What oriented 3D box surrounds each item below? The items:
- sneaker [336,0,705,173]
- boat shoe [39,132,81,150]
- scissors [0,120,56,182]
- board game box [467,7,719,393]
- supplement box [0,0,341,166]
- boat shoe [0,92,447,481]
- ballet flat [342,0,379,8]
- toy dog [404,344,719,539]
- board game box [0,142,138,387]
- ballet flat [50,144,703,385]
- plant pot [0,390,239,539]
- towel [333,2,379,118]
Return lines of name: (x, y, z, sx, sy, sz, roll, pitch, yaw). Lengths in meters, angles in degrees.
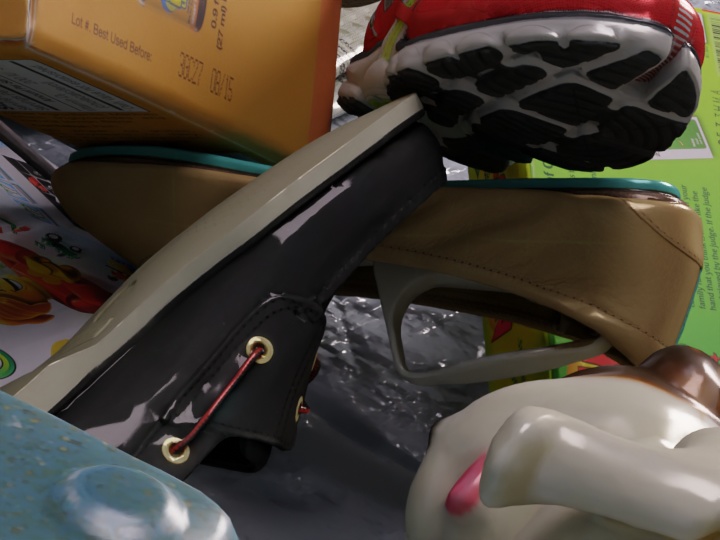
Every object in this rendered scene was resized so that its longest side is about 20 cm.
sneaker: (0.045, -0.080, 0.832, 0.077, 0.085, 0.200, 21, -5, -19)
boat shoe: (-0.103, -0.083, 0.939, 0.200, 0.073, 0.062, 36, -8, -17)
scissors: (-0.142, -0.073, 0.828, 0.073, 0.014, 0.200, 35, -4, 28)
board game box: (0.092, 0.000, 0.913, 0.101, 0.048, 0.200, 9, 51, -16)
supplement box: (-0.072, -0.074, 0.820, 0.069, 0.067, 0.200, 2, -8, 21)
boat shoe: (-0.046, 0.027, 0.761, 0.201, 0.074, 0.063, -43, 98, -25)
ballet flat: (-0.033, -0.106, 0.970, 0.071, 0.065, 0.200, 52, -10, -3)
toy dog: (0.087, 0.096, 0.717, 0.193, 0.140, 0.200, 13, 25, -34)
board game box: (-0.128, 0.000, 0.874, 0.200, 0.035, 0.126, 33, 30, 27)
ballet flat: (0.000, 0.000, 0.837, 0.199, 0.063, 0.069, 4, -11, 14)
plant pot: (-0.115, 0.117, 0.481, 0.195, 0.200, 0.196, 26, 28, 15)
towel: (-0.080, -0.107, 1.121, 0.192, 0.035, 0.200, 25, 30, 21)
